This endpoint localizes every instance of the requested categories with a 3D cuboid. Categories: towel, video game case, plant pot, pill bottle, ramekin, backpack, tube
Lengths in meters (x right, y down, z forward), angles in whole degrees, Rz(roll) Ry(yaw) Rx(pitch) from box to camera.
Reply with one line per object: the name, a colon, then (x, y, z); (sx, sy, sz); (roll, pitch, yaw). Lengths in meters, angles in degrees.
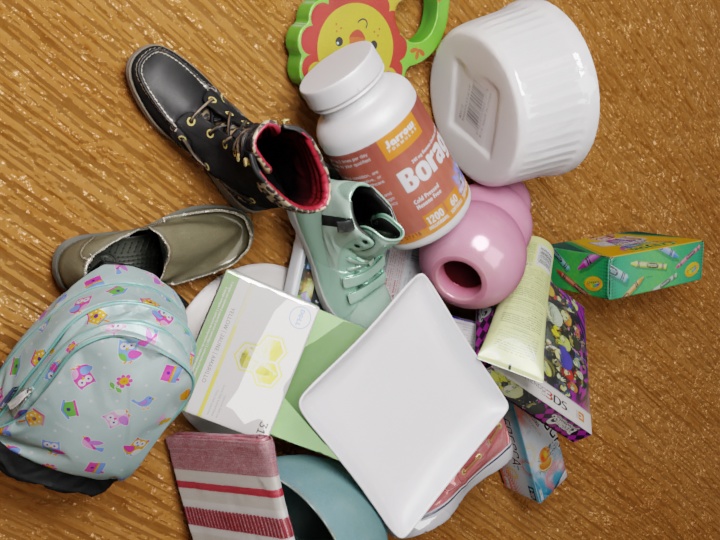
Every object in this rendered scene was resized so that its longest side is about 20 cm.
towel: (-0.119, 0.257, 0.803); (0.023, 0.143, 0.202); (-23, 104, -51)
video game case: (0.000, 0.000, 0.907); (0.181, 0.023, 0.202); (16, 83, -37)
video game case: (0.215, 0.085, 0.999); (0.181, 0.036, 0.201); (35, 44, -25)
plant pot: (-0.047, 0.279, 0.854); (0.134, 0.199, 0.202); (-21, 111, -50)
pill bottle: (0.025, -0.127, 0.827); (0.112, 0.112, 0.200); (-47, 123, -18)
ramekin: (0.163, -0.191, 0.897); (0.097, 0.200, 0.202); (-21, 110, -22)
backpack: (-0.225, 0.097, 0.696); (0.166, 0.127, 0.200); (28, 109, -39)
tube: (0.189, 0.042, 0.940); (0.052, 0.058, 0.201); (56, 36, -31)

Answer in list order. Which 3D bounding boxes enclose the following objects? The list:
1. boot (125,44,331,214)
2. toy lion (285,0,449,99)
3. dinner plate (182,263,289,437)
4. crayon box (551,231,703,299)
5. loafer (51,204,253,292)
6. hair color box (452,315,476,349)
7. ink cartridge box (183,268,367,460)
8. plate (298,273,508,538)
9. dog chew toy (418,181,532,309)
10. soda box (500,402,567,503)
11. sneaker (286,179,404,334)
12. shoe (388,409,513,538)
boot: (-0.119, -0.126, 0.740); (0.073, 0.150, 0.200); (-46, 120, -18)
toy lion: (0.012, -0.264, 0.865); (0.199, 0.069, 0.193); (-12, 112, -32)
dinner plate: (-0.108, 0.093, 0.866); (0.199, 0.024, 0.202); (-6, 101, -33)
crayon box: (0.362, -0.011, 1.108); (0.199, 0.118, 0.059); (-9, 103, -33)
loafer: (-0.185, -0.013, 0.765); (0.199, 0.069, 0.076); (-18, 109, -30)
hair color box: (0.105, 0.157, 0.998); (0.109, 0.065, 0.202); (15, 88, -36)
ink cartridge box: (-0.072, 0.102, 0.816); (0.199, 0.048, 0.147); (23, 86, -10)
plate: (0.047, 0.140, 0.843); (0.200, 0.032, 0.200); (-45, 113, -26)
dog chew toy: (0.147, -0.046, 0.947); (0.200, 0.124, 0.125); (-55, 127, -46)
soda box: (0.215, 0.207, 1.074); (0.063, 0.068, 0.201); (-33, 117, -29)
sneaker: (0.005, -0.003, 0.823); (0.074, 0.118, 0.201); (-42, 117, -29)
shoe: (0.095, 0.215, 0.925); (0.199, 0.071, 0.092); (-29, 111, -32)
